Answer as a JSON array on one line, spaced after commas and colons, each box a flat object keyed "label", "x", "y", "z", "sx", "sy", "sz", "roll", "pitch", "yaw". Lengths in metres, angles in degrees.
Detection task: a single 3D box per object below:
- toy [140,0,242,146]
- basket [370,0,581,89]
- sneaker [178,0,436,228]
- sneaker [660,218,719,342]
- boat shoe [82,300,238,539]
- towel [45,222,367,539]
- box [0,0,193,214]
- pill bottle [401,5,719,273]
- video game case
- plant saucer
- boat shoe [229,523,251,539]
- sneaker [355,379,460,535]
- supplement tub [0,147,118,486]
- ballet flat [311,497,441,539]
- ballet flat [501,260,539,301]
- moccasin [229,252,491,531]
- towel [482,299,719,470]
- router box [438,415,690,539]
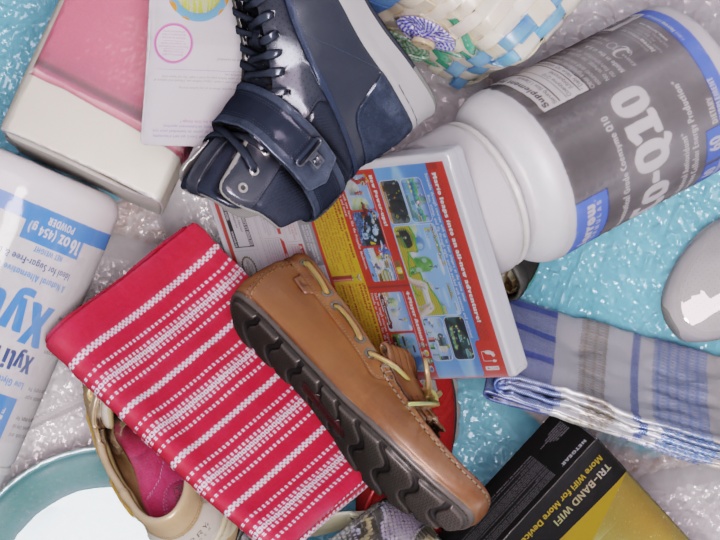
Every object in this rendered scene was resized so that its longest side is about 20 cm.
[{"label": "toy", "x": -0.073, "y": -0.174, "z": 1.569, "sx": 0.115, "sy": 0.047, "sz": 0.201, "roll": 1, "pitch": 101, "yaw": -21}, {"label": "basket", "x": 0.040, "y": -0.213, "z": 1.646, "sx": 0.139, "sy": 0.176, "sz": 0.200, "roll": -44, "pitch": 97, "yaw": -15}, {"label": "sneaker", "x": -0.062, "y": -0.118, "z": 1.517, "sx": 0.146, "sy": 0.077, "sz": 0.203, "roll": -43, "pitch": 115, "yaw": -12}, {"label": "sneaker", "x": 0.278, "y": -0.022, "z": 1.695, "sx": 0.200, "sy": 0.080, "sz": 0.071, "roll": -32, "pitch": 91, "yaw": -3}, {"label": "boat shoe", "x": -0.132, "y": 0.086, "z": 1.633, "sx": 0.074, "sy": 0.069, "sz": 0.200, "roll": -31, "pitch": 56, "yaw": 4}, {"label": "towel", "x": -0.075, "y": 0.068, "z": 1.610, "sx": 0.200, "sy": 0.023, "sz": 0.145, "roll": 41, "pitch": 51, "yaw": 14}, {"label": "box", "x": -0.130, "y": -0.148, "z": 1.656, "sx": 0.109, "sy": 0.128, "sz": 0.201, "roll": 24, "pitch": 87, "yaw": -2}, {"label": "pill bottle", "x": 0.128, "y": -0.074, "z": 1.644, "sx": 0.199, "sy": 0.114, "sz": 0.114, "roll": -28, "pitch": 89, "yaw": -24}, {"label": "video game case", "x": 0.000, "y": 0.000, "z": 1.624, "sx": 0.017, "sy": 0.199, "sz": 0.144, "roll": -33, "pitch": 112, "yaw": -45}, {"label": "plant saucer", "x": -0.156, "y": 0.210, "z": 1.680, "sx": 0.199, "sy": 0.036, "sz": 0.201, "roll": 0, "pitch": 86, "yaw": -5}, {"label": "boat shoe", "x": -0.067, "y": 0.163, "z": 1.643, "sx": 0.056, "sy": 0.069, "sz": 0.201, "roll": 25, "pitch": 78, "yaw": 1}, {"label": "sneaker", "x": 0.029, "y": 0.125, "z": 1.671, "sx": 0.077, "sy": 0.085, "sz": 0.201, "roll": -1, "pitch": 88, "yaw": -4}, {"label": "supplement tub", "x": -0.242, "y": 0.024, "z": 1.636, "sx": 0.131, "sy": 0.132, "sz": 0.201, "roll": 22, "pitch": 89, "yaw": -1}, {"label": "ballet flat", "x": -0.047, "y": 0.191, "z": 1.580, "sx": 0.200, "sy": 0.072, "sz": 0.072, "roll": -26, "pitch": 88, "yaw": -18}, {"label": "ballet flat", "x": 0.016, "y": -0.015, "z": 1.679, "sx": 0.199, "sy": 0.068, "sz": 0.069, "roll": 4, "pitch": 47, "yaw": -2}, {"label": "moccasin", "x": 0.009, "y": 0.070, "z": 1.584, "sx": 0.078, "sy": 0.074, "sz": 0.201, "roll": -33, "pitch": 62, "yaw": -22}, {"label": "towel", "x": 0.176, "y": 0.069, "z": 1.656, "sx": 0.199, "sy": 0.147, "sz": 0.024, "roll": 16, "pitch": 113, "yaw": 0}, {"label": "router box", "x": 0.108, "y": 0.210, "z": 1.650, "sx": 0.200, "sy": 0.052, "sz": 0.157, "roll": -47, "pitch": 123, "yaw": -4}]
